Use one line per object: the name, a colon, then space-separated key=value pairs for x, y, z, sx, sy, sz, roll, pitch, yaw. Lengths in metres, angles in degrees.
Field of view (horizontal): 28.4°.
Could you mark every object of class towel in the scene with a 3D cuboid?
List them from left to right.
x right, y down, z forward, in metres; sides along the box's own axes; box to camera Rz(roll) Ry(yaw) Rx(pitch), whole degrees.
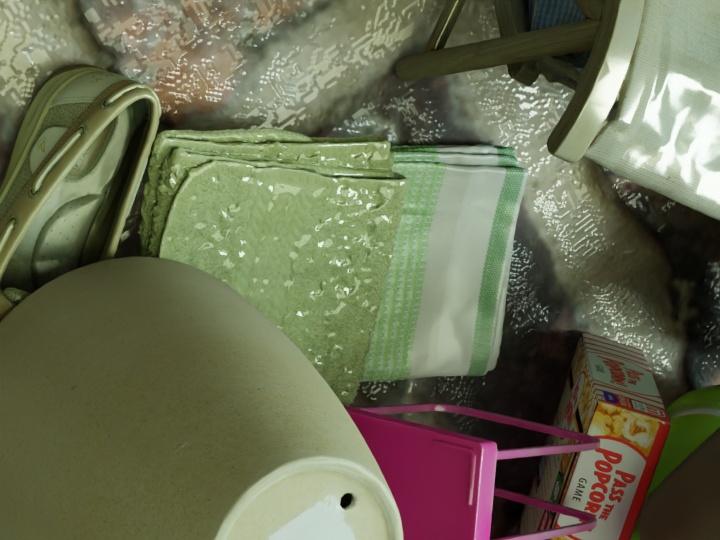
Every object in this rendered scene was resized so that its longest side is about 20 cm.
towel: x=-0.057 y=0.018 z=0.786 sx=0.148 sy=0.036 sz=0.201 roll=2 pitch=111 yaw=-23
towel: x=0.000 y=0.000 z=0.835 sx=0.199 sy=0.031 sz=0.150 roll=-2 pitch=109 yaw=-24

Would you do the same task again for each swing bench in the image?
swing bench: x=0.161 y=-0.110 z=0.767 sx=0.198 sy=0.200 sz=0.130 roll=20 pitch=100 yaw=-29

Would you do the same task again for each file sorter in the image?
file sorter: x=0.046 y=0.178 z=0.782 sx=0.125 sy=0.139 sz=0.201 roll=2 pitch=94 yaw=-44

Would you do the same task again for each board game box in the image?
board game box: x=0.131 y=0.155 z=0.883 sx=0.046 sy=0.152 sz=0.201 roll=16 pitch=104 yaw=2

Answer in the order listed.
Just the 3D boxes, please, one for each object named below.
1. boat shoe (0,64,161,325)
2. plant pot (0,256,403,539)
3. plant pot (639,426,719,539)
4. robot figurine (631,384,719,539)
boat shoe: x=-0.158 y=-0.006 z=0.727 sx=0.073 sy=0.063 sz=0.201 roll=24 pitch=90 yaw=-40
plant pot: x=-0.070 y=0.102 z=0.657 sx=0.187 sy=0.200 sz=0.188 roll=-7 pitch=103 yaw=-30
plant pot: x=0.250 y=0.135 z=0.752 sx=0.173 sy=0.200 sz=0.200 roll=-33 pitch=126 yaw=30
robot figurine: x=0.228 y=0.159 z=0.925 sx=0.116 sy=0.176 sz=0.200 roll=37 pitch=55 yaw=-1
